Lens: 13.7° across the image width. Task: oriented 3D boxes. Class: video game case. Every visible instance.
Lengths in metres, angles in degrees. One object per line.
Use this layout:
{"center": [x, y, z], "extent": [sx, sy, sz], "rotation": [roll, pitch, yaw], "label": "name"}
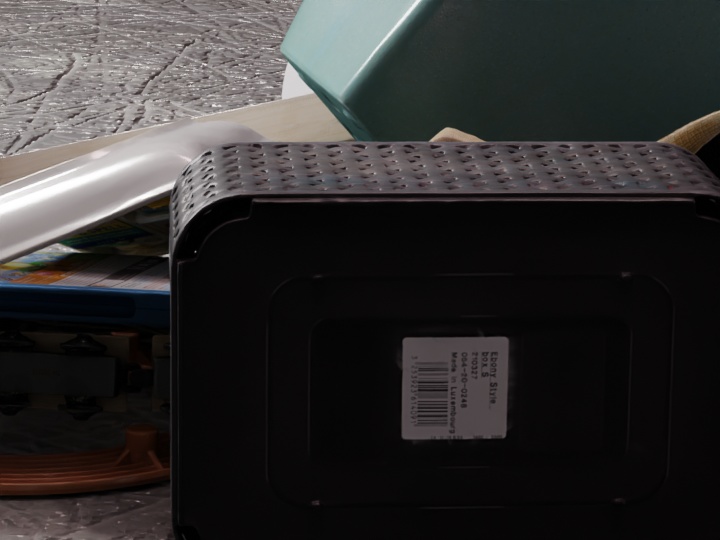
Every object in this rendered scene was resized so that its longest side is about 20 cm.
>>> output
{"center": [-0.132, 0.007, 1.344], "extent": [0.199, 0.018, 0.143], "rotation": [3, 7, 8], "label": "video game case"}

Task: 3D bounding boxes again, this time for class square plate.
{"center": [-0.136, -0.020, 1.173], "extent": [0.199, 0.029, 0.198], "rotation": [-20, 3, 6], "label": "square plate"}

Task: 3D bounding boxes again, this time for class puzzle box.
{"center": [-0.056, -0.041, 1.356], "extent": [0.199, 0.026, 0.133], "rotation": [-10, -15, 22], "label": "puzzle box"}

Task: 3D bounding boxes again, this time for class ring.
{"center": [-0.132, 0.051, 1.198], "extent": [0.200, 0.019, 0.200], "rotation": [1, 14, 0], "label": "ring"}

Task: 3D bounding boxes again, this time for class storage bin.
{"center": [0.033, 0.030, 1.039], "extent": [0.199, 0.136, 0.094], "rotation": [0, 14, -5], "label": "storage bin"}

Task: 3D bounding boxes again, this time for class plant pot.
{"center": [0.078, -0.114, 1.212], "extent": [0.200, 0.141, 0.141], "rotation": [-43, 26, -1], "label": "plant pot"}

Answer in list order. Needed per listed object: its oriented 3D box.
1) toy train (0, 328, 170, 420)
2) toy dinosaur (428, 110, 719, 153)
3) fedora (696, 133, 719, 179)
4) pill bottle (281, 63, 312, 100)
{"center": [-0.113, 0.039, 1.145], "extent": [0.199, 0.034, 0.046], "rotation": [1, 1, 5], "label": "toy train"}
{"center": [0.060, -0.004, 1.132], "extent": [0.101, 0.200, 0.058], "rotation": [40, -2, 15], "label": "toy dinosaur"}
{"center": [0.189, -0.044, 1.247], "extent": [0.200, 0.092, 0.201], "rotation": [14, 31, -8], "label": "fedora"}
{"center": [0.065, -0.089, 1.587], "extent": [0.199, 0.113, 0.112], "rotation": [-7, 16, -28], "label": "pill bottle"}
